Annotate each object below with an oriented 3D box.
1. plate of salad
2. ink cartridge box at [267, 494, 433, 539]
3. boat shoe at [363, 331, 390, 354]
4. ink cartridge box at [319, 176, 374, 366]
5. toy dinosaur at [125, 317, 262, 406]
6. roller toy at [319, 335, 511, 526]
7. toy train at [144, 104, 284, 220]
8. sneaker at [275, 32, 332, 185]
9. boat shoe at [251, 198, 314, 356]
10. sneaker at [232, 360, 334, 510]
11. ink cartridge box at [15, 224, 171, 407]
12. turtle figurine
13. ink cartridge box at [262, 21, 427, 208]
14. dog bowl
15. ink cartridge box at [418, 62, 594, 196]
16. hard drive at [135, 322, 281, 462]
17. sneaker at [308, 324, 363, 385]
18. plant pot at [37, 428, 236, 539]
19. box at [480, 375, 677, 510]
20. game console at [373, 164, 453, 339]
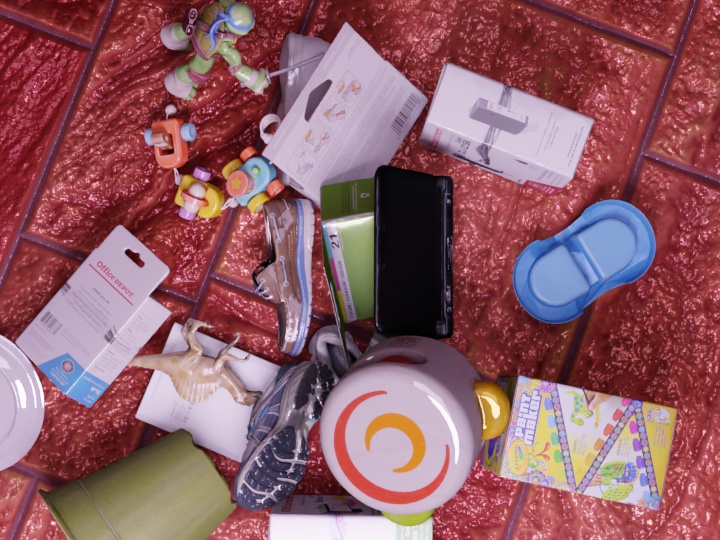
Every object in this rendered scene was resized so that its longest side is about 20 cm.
[{"bbox_3d":[-0.498,0.163,1.553,0.198,0.048,0.202,1,104,3],"label":"plate of salad"},{"bbox_3d":[-0.014,0.329,1.499,0.198,0.145,0.085,1,89,-1],"label":"ink cartridge box"},{"bbox_3d":[0.079,0.152,1.532,0.201,0.074,0.065,37,86,-29],"label":"boat shoe"},{"bbox_3d":[0.000,0.000,1.484,0.075,0.201,0.149,-10,121,3],"label":"ink cartridge box"},{"bbox_3d":[-0.214,0.113,1.537,0.198,0.058,0.102,16,85,1],"label":"toy dinosaur"},{"bbox_3d":[0.056,0.173,1.411,0.182,0.140,0.200,41,114,3],"label":"roller toy"},{"bbox_3d":[-0.194,-0.140,1.561,0.198,0.056,0.152,0,96,22],"label":"toy train"},{"bbox_3d":[-0.064,-0.209,1.598,0.088,0.075,0.202,6,85,-17],"label":"sneaker"},{"bbox_3d":[-0.102,0.008,1.559,0.072,0.072,0.202,2,87,-17],"label":"boat shoe"},{"bbox_3d":[-0.105,0.204,1.513,0.078,0.086,0.201,44,65,-34],"label":"sneaker"},{"bbox_3d":[-0.325,0.057,1.542,0.116,0.067,0.200,38,84,29],"label":"ink cartridge box"},{"bbox_3d":[-0.160,-0.295,1.562,0.200,0.193,0.145,-44,110,-39],"label":"turtle figurine"},{"bbox_3d":[-0.026,-0.187,1.555,0.176,0.045,0.201,37,82,-38],"label":"ink cartridge box"},{"bbox_3d":[0.288,-0.009,1.590,0.199,0.050,0.112,-32,86,-5],"label":"dog bowl"},{"bbox_3d":[0.181,-0.178,1.557,0.198,0.144,0.084,22,84,1],"label":"ink cartridge box"},{"bbox_3d":[-0.173,0.167,1.574,0.198,0.027,0.133,22,84,2],"label":"hard drive"},{"bbox_3d":[0.007,0.155,1.553,0.075,0.081,0.200,-42,88,-7],"label":"sneaker"},{"bbox_3d":[-0.261,0.296,1.495,0.189,0.200,0.201,-35,86,-17],"label":"plant pot"},{"bbox_3d":[0.260,0.206,1.492,0.191,0.200,0.123,12,85,1],"label":"box"},{"bbox_3d":[0.054,-0.016,1.515,0.115,0.176,0.202,2,84,-12],"label":"game console"}]
